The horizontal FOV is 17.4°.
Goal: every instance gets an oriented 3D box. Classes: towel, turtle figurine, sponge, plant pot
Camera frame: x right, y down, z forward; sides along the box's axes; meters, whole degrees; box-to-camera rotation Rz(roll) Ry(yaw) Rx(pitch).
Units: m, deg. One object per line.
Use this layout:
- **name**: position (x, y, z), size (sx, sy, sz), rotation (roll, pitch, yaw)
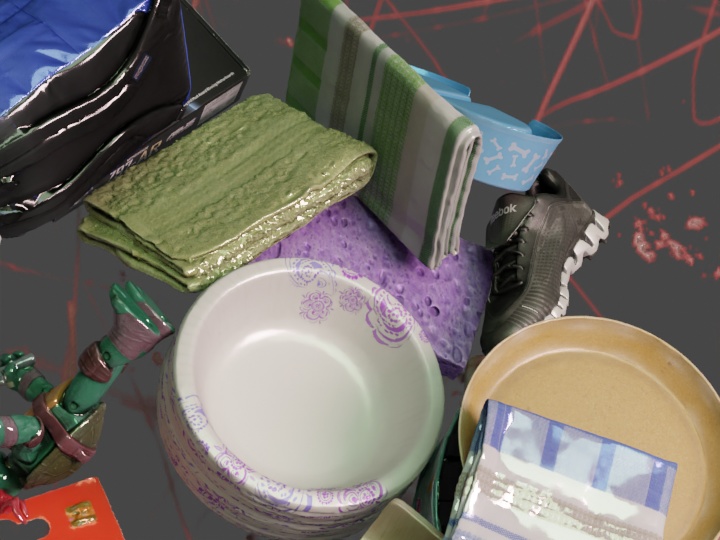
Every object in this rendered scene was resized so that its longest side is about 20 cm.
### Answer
- **towel**: position (0.016, -0.113, 1.779), size (0.031, 0.149, 0.200), rotation (-23, 56, -30)
- **turtle figurine**: position (-0.220, 0.094, 1.635), size (0.200, 0.150, 0.101), rotation (-42, 105, 4)
- **towel**: position (0.124, 0.189, 1.545), size (0.147, 0.024, 0.200), rotation (20, 59, -3)
- **sponge**: position (0.000, 0.000, 1.810), size (0.200, 0.030, 0.112), rotation (22, 57, -6)
- **towel**: position (-0.100, -0.058, 1.766), size (0.200, 0.037, 0.148), rotation (-36, 45, -27)
- **plant pot**: position (0.161, 0.126, 1.616), size (0.200, 0.027, 0.200), rotation (6, 60, -11)

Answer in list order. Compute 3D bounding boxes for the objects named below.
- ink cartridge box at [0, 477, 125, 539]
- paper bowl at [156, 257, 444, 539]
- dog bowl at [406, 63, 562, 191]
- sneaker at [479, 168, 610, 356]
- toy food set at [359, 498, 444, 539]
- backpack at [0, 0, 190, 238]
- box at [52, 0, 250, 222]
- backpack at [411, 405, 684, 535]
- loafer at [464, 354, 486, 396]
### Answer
- **ink cartridge box**: position (-0.207, 0.243, 1.594), size (0.162, 0.057, 0.200), rotation (-17, 73, -25)
- **paper bowl**: position (-0.048, 0.099, 1.693), size (0.200, 0.104, 0.201), rotation (8, 60, -14)
- **dog bowl**: position (0.065, -0.114, 1.824), size (0.111, 0.050, 0.200), rotation (8, 16, -45)
- **sneaker**: position (0.124, -0.010, 1.808), size (0.091, 0.066, 0.200), rotation (53, 41, -16)
- **toy food set**: position (0.021, 0.256, 1.522), size (0.143, 0.060, 0.200), rotation (40, 50, 6)
- **backpack**: position (-0.239, -0.130, 1.678), size (0.168, 0.163, 0.200), rotation (32, 64, 25)
- **box**: position (-0.209, -0.151, 1.815), size (0.200, 0.044, 0.160), rotation (-36, 78, -31)
- **backpack**: position (0.133, 0.182, 1.678), size (0.200, 0.153, 0.176), rotation (16, 64, -14)
- **loafer**: position (0.176, 0.093, 1.797), size (0.200, 0.072, 0.063), rotation (2, 54, -14)
